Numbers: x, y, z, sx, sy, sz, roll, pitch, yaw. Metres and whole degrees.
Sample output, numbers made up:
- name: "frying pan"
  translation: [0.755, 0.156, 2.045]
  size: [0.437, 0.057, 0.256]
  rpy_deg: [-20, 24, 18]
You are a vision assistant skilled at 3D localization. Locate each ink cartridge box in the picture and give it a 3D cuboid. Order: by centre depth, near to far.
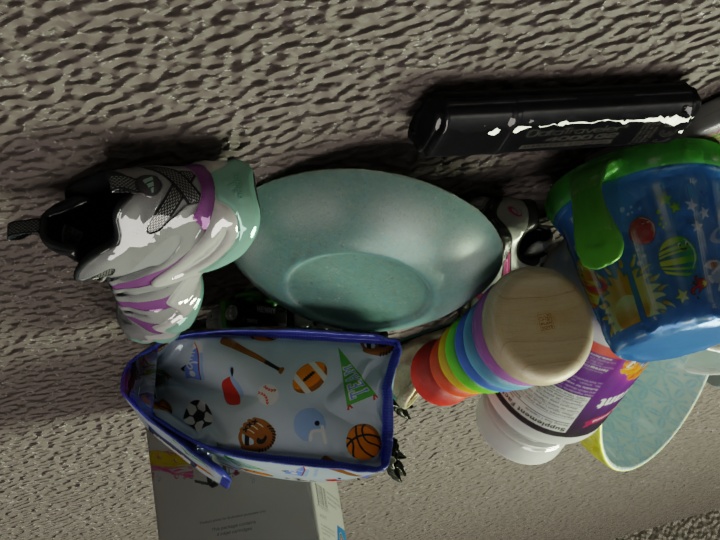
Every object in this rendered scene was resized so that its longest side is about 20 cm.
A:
- name: "ink cartridge box"
  translation: [-0.103, 0.186, 1.351]
  size: [0.144, 0.200, 0.147]
  rpy_deg: [-12, 161, 7]

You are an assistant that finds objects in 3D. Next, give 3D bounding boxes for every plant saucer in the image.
- name: "plant saucer"
  translation: [0.000, 0.000, 1.053]
  size: [0.201, 0.039, 0.201]
  rpy_deg: [5, 150, 3]

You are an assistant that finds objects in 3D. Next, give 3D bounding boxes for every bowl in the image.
- name: "bowl"
  translation: [0.234, 0.070, 1.362]
  size: [0.108, 0.200, 0.200]
  rpy_deg: [27, -173, 36]

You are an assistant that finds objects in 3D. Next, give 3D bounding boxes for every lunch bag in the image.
- name: "lunch bag"
  translation: [-0.078, 0.103, 1.127]
  size: [0.200, 0.124, 0.170]
  rpy_deg: [6, 169, -4]

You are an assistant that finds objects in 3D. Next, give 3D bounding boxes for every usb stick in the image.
- name: "usb stick"
  translation: [0.128, -0.099, 0.971]
  size: [0.200, 0.033, 0.055]
  rpy_deg: [-5, 152, -22]

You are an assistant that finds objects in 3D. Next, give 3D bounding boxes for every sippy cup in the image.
- name: "sippy cup"
  translation: [0.212, -0.008, 1.065]
  size: [0.177, 0.131, 0.140]
  rpy_deg: [-3, 159, -21]

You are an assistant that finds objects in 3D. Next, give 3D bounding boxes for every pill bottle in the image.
- name: "pill bottle"
  translation: [0.166, 0.070, 1.206]
  size: [0.111, 0.112, 0.200]
  rpy_deg: [-4, 143, -25]

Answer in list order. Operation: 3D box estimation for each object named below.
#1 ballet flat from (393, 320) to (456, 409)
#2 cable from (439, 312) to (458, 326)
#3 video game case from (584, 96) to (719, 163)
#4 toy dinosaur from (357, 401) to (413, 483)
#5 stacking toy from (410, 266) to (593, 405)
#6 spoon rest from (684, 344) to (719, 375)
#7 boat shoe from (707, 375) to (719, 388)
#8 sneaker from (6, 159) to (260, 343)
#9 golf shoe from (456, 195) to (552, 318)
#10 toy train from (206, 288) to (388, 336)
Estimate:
- name: "ballet flat"
  translation: [0.109, 0.065, 1.304]
  size: [0.200, 0.062, 0.067]
  rpy_deg: [-24, 157, -10]
- name: "cable"
  translation: [0.071, 0.083, 1.403]
  size: [0.200, 0.050, 0.097]
  rpy_deg: [-16, 144, 16]
- name: "video game case"
  translation: [0.293, -0.094, 1.106]
  size: [0.200, 0.024, 0.182]
  rpy_deg: [-24, 158, 29]
- name: "toy dinosaur"
  translation: [-0.023, 0.167, 1.526]
  size: [0.135, 0.102, 0.200]
  rpy_deg: [-3, 168, 17]
- name: "stacking toy"
  translation: [0.095, 0.061, 1.126]
  size: [0.085, 0.086, 0.200]
  rpy_deg: [-5, 167, -21]
- name: "spoon rest"
  translation: [0.288, 0.034, 1.262]
  size: [0.061, 0.099, 0.200]
  rpy_deg: [19, 162, 33]
- name: "boat shoe"
  translation: [0.445, 0.068, 1.613]
  size: [0.062, 0.072, 0.200]
  rpy_deg: [-30, 177, -36]
- name: "sneaker"
  translation: [-0.164, -0.014, 0.969]
  size: [0.140, 0.078, 0.200]
  rpy_deg: [1, 148, -29]
- name: "golf shoe"
  translation: [0.110, -0.001, 1.167]
  size: [0.092, 0.073, 0.200]
  rpy_deg: [-15, 161, 7]
- name: "toy train"
  translation: [-0.051, 0.048, 1.254]
  size: [0.056, 0.042, 0.200]
  rpy_deg: [-14, 164, 37]
